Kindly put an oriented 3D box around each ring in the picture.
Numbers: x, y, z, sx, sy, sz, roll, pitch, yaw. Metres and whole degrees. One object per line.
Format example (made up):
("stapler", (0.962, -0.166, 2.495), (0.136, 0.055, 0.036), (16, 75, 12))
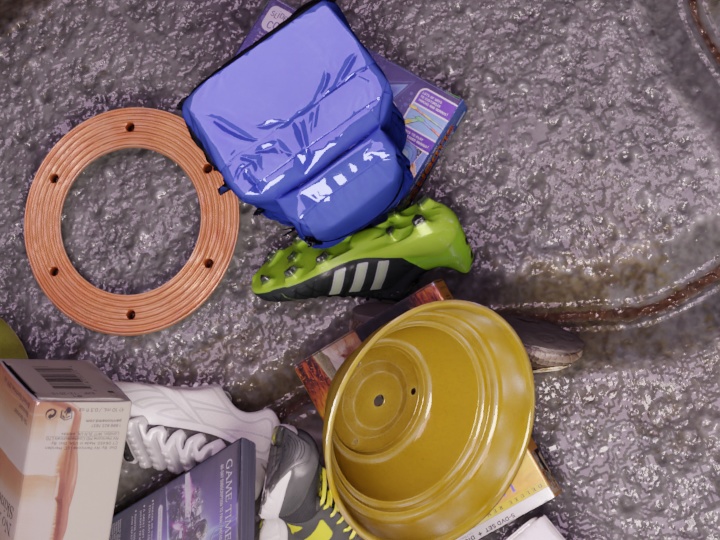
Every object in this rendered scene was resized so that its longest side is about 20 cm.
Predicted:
("ring", (-0.199, -0.043, 1.781), (0.200, 0.019, 0.201), (-2, 82, 13))

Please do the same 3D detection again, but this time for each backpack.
("backpack", (-0.043, -0.104, 1.645), (0.162, 0.200, 0.168), (-30, 85, 1))

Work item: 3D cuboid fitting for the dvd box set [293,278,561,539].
("dvd box set", (0.053, 0.129, 1.662), (0.146, 0.029, 0.200), (-30, 84, 18))

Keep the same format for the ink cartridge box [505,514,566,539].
("ink cartridge box", (0.155, 0.317, 1.605), (0.146, 0.086, 0.200), (-40, 72, 0))

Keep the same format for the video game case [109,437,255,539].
("video game case", (-0.155, 0.236, 1.638), (0.200, 0.019, 0.143), (-32, 44, 35))

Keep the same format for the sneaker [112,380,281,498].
("sneaker", (-0.158, 0.127, 1.723), (0.199, 0.075, 0.081), (21, 60, 18))

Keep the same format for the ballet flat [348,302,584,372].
("ballet flat", (0.086, 0.062, 1.694), (0.199, 0.067, 0.047), (6, 106, 13))

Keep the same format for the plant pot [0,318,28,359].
("plant pot", (-0.404, 0.103, 1.673), (0.187, 0.200, 0.188), (-8, 74, 30))

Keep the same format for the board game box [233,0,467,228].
("board game box", (-0.027, -0.134, 1.767), (0.200, 0.034, 0.136), (31, 85, 15))

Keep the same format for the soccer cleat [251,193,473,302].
("soccer cleat", (0.000, 0.000, 1.712), (0.199, 0.081, 0.068), (-17, 35, 27))

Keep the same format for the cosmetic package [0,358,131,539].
("cosmetic package", (-0.256, 0.181, 1.657), (0.087, 0.103, 0.201), (2, 105, -30))

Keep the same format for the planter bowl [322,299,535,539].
("planter bowl", (0.034, 0.110, 1.584), (0.083, 0.200, 0.201), (22, 80, 53))

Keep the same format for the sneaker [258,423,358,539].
("sneaker", (-0.035, 0.181, 1.625), (0.084, 0.200, 0.075), (8, 63, 1))
